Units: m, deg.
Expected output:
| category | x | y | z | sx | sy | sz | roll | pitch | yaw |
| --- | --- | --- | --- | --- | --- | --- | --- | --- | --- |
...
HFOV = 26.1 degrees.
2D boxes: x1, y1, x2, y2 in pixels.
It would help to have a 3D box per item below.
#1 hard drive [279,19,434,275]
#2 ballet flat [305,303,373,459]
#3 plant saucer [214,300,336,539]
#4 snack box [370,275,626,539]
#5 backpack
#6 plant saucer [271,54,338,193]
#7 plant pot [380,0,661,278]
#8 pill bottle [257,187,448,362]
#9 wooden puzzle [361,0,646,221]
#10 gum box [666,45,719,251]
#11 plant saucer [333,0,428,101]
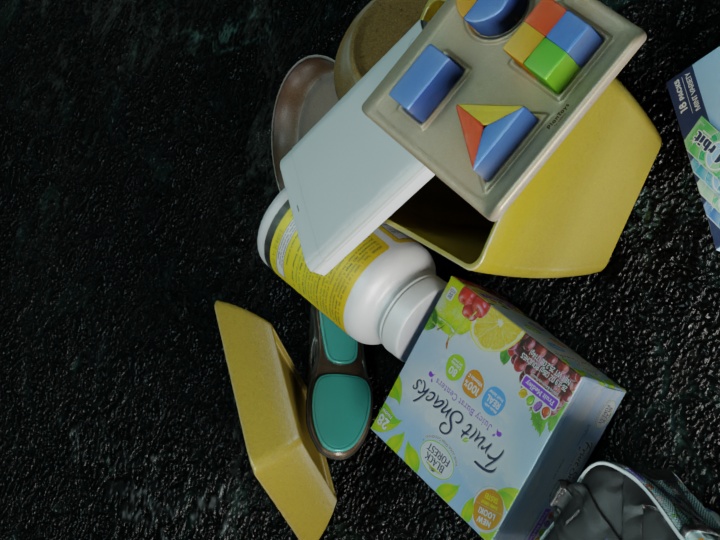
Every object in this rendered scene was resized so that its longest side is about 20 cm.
| category | x | y | z | sx | sy | sz | roll | pitch | yaw |
| --- | --- | --- | --- | --- | --- | --- | --- | --- | --- |
| hard drive | 0.010 | -0.106 | 1.353 | 0.200 | 0.026 | 0.132 | -42 | 47 | 32 |
| ballet flat | -0.023 | 0.111 | 1.558 | 0.068 | 0.068 | 0.200 | 110 | 166 | -54 |
| plant saucer | -0.077 | 0.149 | 1.539 | 0.048 | 0.200 | 0.200 | -19 | 55 | 3 |
| snack box | 0.118 | 0.125 | 1.383 | 0.200 | 0.068 | 0.169 | 41 | 107 | 50 |
| backpack | 0.221 | 0.261 | 1.143 | 0.178 | 0.150 | 0.200 | -61 | 33 | 17 |
| plant saucer | -0.031 | -0.127 | 1.639 | 0.200 | 0.032 | 0.201 | 20 | 114 | 54 |
| plant pot | 0.141 | -0.100 | 1.357 | 0.200 | 0.176 | 0.200 | 31 | 100 | 51 |
| pill bottle | 0.000 | 0.000 | 1.515 | 0.200 | 0.112 | 0.113 | 39 | 107 | 33 |
| wooden puzzle | 0.102 | -0.161 | 1.230 | 0.185 | 0.046 | 0.200 | -51 | 47 | 6 |
| gum box | 0.350 | -0.128 | 1.228 | 0.200 | 0.044 | 0.170 | -34 | 52 | 36 |
| plant saucer | 0.063 | -0.220 | 1.533 | 0.200 | 0.035 | 0.201 | -8 | 61 | 16 |
